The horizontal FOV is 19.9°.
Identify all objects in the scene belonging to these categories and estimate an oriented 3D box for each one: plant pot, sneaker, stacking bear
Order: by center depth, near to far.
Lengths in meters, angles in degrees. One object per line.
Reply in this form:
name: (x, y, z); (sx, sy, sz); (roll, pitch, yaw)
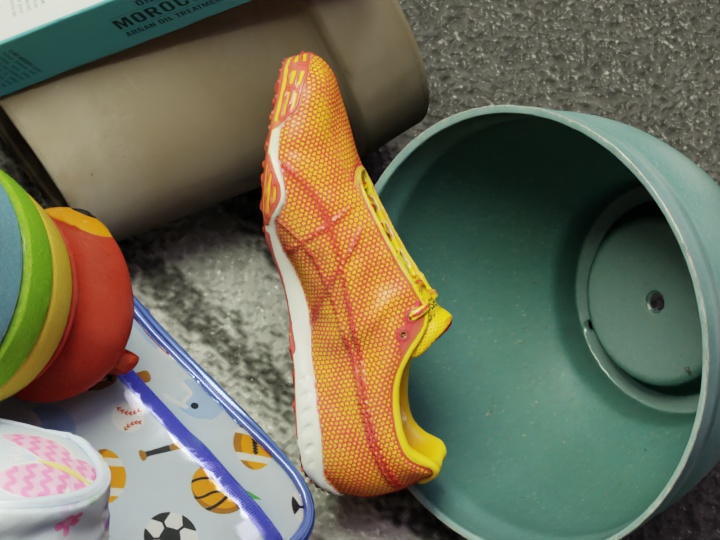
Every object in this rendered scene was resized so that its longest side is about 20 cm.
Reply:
stacking bear: (-0.159, 0.004, 0.812); (0.121, 0.200, 0.114); (18, 87, 27)
sneaker: (0.000, 0.000, 0.916); (0.077, 0.201, 0.073); (-8, 14, 11)
plant pot: (0.110, 0.021, 0.950); (0.134, 0.200, 0.201); (-9, 57, -48)
plant pot: (-0.092, -0.106, 0.987); (0.173, 0.200, 0.200); (-36, 71, -11)

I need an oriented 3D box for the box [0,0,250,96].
box: (-0.099, -0.146, 0.886); (0.199, 0.049, 0.083); (-18, 72, 14)

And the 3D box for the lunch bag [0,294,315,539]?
lunch bag: (-0.126, 0.088, 0.916); (0.160, 0.076, 0.200); (-35, 72, -29)

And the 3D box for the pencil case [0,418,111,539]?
pencil case: (-0.150, 0.158, 0.797); (0.083, 0.201, 0.090); (25, 21, 40)
